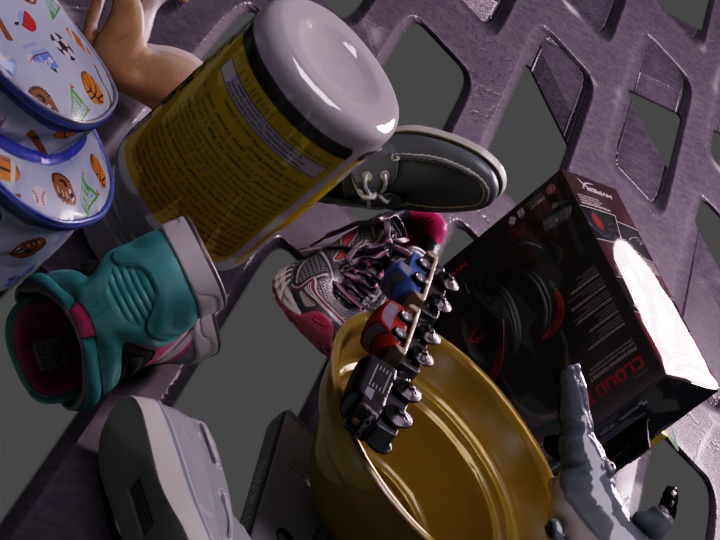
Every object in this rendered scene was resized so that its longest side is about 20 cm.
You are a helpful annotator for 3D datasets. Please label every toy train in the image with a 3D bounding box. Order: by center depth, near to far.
[{"bbox_3d":[0.021,0.043,1.266,0.046,0.034,0.200,33,30,-5],"label":"toy train"}]

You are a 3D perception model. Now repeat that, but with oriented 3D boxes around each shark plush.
[{"bbox_3d":[0.159,0.156,1.271,0.091,0.083,0.200,41,31,-63],"label":"shark plush"}]

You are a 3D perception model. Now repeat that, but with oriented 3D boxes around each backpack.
[{"bbox_3d":[-0.225,-0.087,1.199,0.191,0.154,0.200,56,25,-7],"label":"backpack"}]

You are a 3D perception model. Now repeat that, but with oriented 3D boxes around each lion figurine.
[{"bbox_3d":[-0.131,-0.133,1.474,0.200,0.123,0.072,35,-8,3],"label":"lion figurine"}]

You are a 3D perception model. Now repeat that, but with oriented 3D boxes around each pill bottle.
[{"bbox_3d":[-0.081,-0.072,1.332,0.112,0.200,0.112,37,29,-26],"label":"pill bottle"}]

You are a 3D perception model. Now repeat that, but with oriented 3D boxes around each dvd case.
[{"bbox_3d":[-0.014,0.192,1.300,0.150,0.025,0.200,42,27,-16],"label":"dvd case"}]

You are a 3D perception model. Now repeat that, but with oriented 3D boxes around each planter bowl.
[{"bbox_3d":[0.029,0.130,1.308,0.200,0.083,0.200,37,29,-25],"label":"planter bowl"}]

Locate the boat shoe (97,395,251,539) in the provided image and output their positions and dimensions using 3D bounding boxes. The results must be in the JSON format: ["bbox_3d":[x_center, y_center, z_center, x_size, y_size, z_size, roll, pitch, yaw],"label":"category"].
[{"bbox_3d":[-0.089,0.154,1.175,0.071,0.070,0.201,14,40,-35],"label":"boat shoe"}]

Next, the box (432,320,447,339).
[{"bbox_3d":[0.107,0.133,1.537,0.200,0.044,0.160,34,31,-30],"label":"box"}]

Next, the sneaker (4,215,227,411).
[{"bbox_3d":[-0.145,0.036,1.234,0.084,0.121,0.200,63,-12,10],"label":"sneaker"}]

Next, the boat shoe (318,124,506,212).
[{"bbox_3d":[0.003,-0.063,1.507,0.062,0.200,0.073,-65,158,-44],"label":"boat shoe"}]

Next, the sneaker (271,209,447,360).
[{"bbox_3d":[0.000,0.000,1.507,0.081,0.075,0.200,48,27,-4],"label":"sneaker"}]

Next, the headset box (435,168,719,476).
[{"bbox_3d":[0.148,0.055,1.485,0.075,0.149,0.200,16,43,-48],"label":"headset box"}]

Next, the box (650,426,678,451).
[{"bbox_3d":[0.178,0.075,1.718,0.200,0.048,0.117,31,32,-29],"label":"box"}]
